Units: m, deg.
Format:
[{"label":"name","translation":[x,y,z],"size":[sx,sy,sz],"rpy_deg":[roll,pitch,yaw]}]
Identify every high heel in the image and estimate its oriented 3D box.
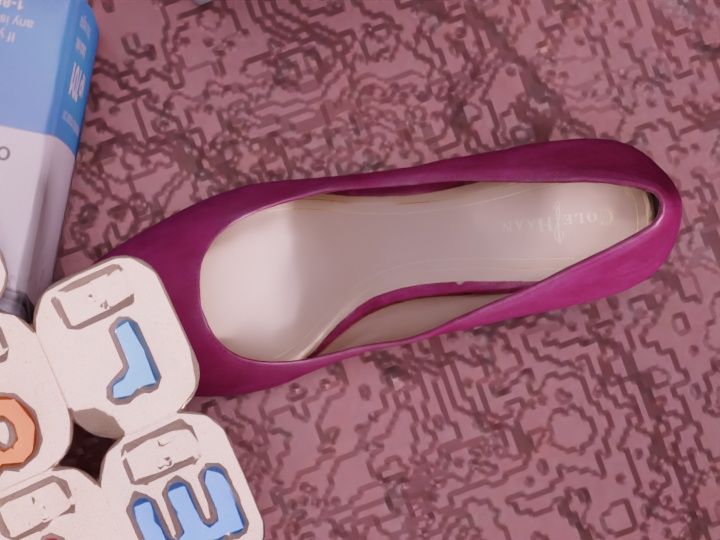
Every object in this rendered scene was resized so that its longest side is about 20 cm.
[{"label":"high heel","translation":[0.000,0.000,0.814],"size":[0.199,0.096,0.068],"rpy_deg":[-6,87,-4]}]

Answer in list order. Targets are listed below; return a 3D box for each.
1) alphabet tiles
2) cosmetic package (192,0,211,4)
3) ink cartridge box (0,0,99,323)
[{"label":"alphabet tiles","translation":[-0.134,0.077,0.760],"size":[0.199,0.015,0.196],"rpy_deg":[-24,90,-5]},{"label":"cosmetic package","translation":[-0.013,-0.200,0.773],"size":[0.166,0.200,0.168],"rpy_deg":[-25,88,-4]},{"label":"ink cartridge box","translation":[-0.171,0.002,0.811],"size":[0.146,0.086,0.201],"rpy_deg":[10,85,-3]}]
